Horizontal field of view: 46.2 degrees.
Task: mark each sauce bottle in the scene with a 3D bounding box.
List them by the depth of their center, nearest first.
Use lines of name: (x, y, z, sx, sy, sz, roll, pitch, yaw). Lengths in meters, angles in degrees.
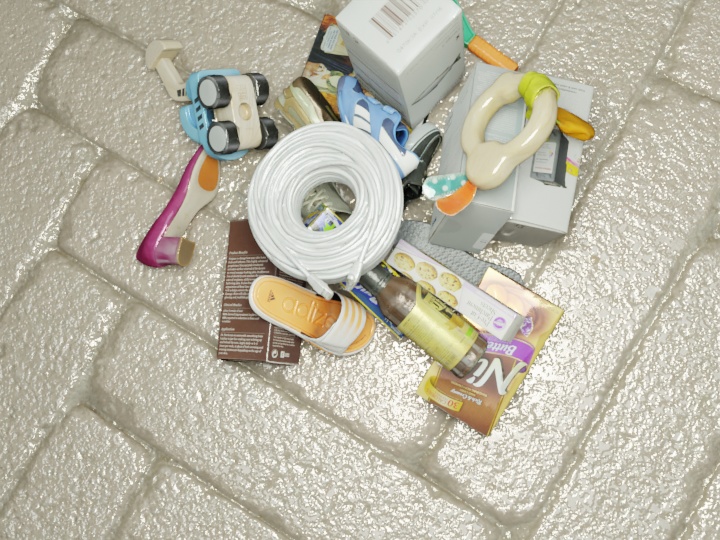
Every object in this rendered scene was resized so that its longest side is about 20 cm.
sauce bottle: (0.072, 0.054, 1.089, 0.200, 0.065, 0.065, 40, 88, 0)

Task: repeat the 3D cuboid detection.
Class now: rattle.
rattle: (0.180, -0.130, 1.026, 0.130, 0.143, 0.200, 23, 84, 33)

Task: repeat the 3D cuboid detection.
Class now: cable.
cable: (-0.042, -0.082, 1.061, 0.200, 0.069, 0.200, 35, 87, 17)

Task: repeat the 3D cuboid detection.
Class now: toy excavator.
toy excavator: (-0.236, -0.255, 1.245, 0.200, 0.100, 0.195, -2, 102, 41)

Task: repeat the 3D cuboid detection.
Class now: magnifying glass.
magnifying glass: (0.149, -0.351, 1.251, 0.200, 0.022, 0.080, 40, 88, 11)

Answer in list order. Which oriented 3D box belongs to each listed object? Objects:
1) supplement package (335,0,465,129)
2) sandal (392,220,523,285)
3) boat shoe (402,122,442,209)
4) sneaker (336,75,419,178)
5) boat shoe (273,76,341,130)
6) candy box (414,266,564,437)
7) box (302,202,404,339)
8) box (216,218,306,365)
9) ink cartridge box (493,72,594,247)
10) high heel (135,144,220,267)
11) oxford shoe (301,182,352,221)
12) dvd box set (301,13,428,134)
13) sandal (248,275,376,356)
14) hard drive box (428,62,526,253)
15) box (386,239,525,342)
supplement package: (0.060, -0.297, 1.129, 0.117, 0.200, 0.117, 43, 89, 13)
sandal: (0.132, -0.004, 1.193, 0.200, 0.043, 0.076, 29, 93, 1)
boat shoe: (0.063, -0.121, 1.188, 0.057, 0.069, 0.200, 31, 73, 20)
sneaker: (0.021, -0.195, 1.164, 0.082, 0.074, 0.200, -23, 59, 7)
boat shoe: (-0.051, -0.181, 1.227, 0.076, 0.072, 0.200, -36, 88, 22)
candy box: (0.173, 0.109, 1.142, 0.116, 0.056, 0.200, 30, 95, 7)
box: (0.000, 0.000, 1.151, 0.064, 0.070, 0.200, -46, 103, 0)
box: (-0.136, 0.030, 1.186, 0.100, 0.075, 0.201, -1, 82, 36)
ink cartridge box: (0.238, -0.143, 1.139, 0.085, 0.148, 0.201, 11, 83, -2)
high heel: (-0.272, -0.099, 1.256, 0.096, 0.067, 0.201, 5, 78, 31)
oxford shoe: (-0.060, -0.097, 1.221, 0.075, 0.058, 0.200, -40, 77, 2)
dvd box set: (0.016, -0.286, 1.253, 0.200, 0.029, 0.147, 20, 84, 11)
sandal: (-0.054, 0.063, 1.136, 0.206, 0.059, 0.079, 22, 75, -33)
hard drive box: (0.156, -0.146, 1.125, 0.077, 0.156, 0.201, 12, 71, -5)
box: (0.123, 0.025, 1.113, 0.200, 0.039, 0.042, 36, 98, 29)
